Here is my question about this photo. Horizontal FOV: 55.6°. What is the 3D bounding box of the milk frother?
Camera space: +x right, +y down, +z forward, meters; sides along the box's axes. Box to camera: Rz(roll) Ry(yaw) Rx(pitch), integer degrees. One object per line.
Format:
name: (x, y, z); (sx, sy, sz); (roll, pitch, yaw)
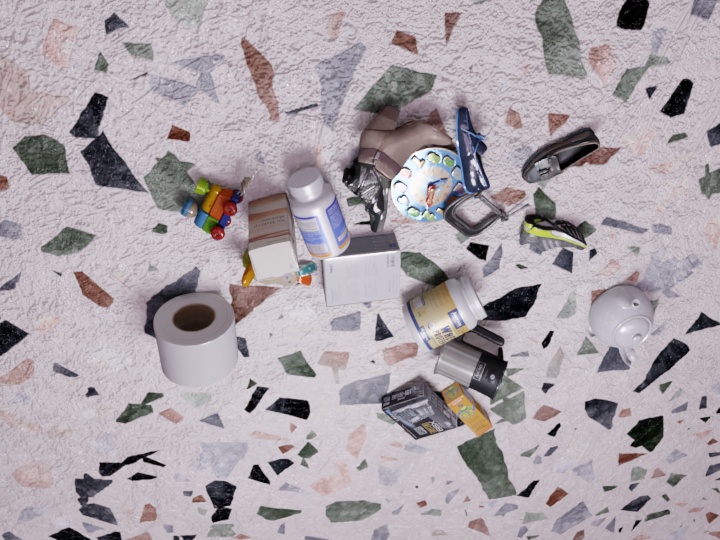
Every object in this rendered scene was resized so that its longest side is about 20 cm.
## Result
milk frother: (0.328, 0.266, 1.975); (0.185, 0.183, 0.201); (23, 159, 14)

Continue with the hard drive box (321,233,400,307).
hard drive box: (0.000, 0.000, 1.743); (0.195, 0.077, 0.158); (-6, 127, -7)

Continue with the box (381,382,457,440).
box: (0.181, 0.433, 2.086); (0.156, 0.050, 0.200); (-23, 129, 28)

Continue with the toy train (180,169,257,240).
toy train: (-0.325, -0.177, 1.556); (0.114, 0.085, 0.202); (27, 118, -12)

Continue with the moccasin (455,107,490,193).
moccasin: (0.263, -0.281, 1.579); (0.067, 0.081, 0.203); (-3, 121, 21)

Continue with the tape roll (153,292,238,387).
tape roll: (-0.409, 0.171, 1.710); (0.198, 0.204, 0.141); (-4, 128, -8)

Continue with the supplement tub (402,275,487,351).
supplement tub: (0.225, 0.112, 1.827); (0.197, 0.146, 0.145); (-28, 126, 11)

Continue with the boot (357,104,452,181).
boot: (0.093, -0.272, 1.535); (0.197, 0.070, 0.149); (23, 89, -5)

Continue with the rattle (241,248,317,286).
rattle: (-0.192, 0.012, 1.681); (0.199, 0.143, 0.131); (34, 95, -23)

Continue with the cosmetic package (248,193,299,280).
cosmetic package: (-0.202, -0.081, 1.567); (0.101, 0.202, 0.088); (-13, 129, -1)

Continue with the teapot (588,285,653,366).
teapot: (0.763, 0.156, 1.964); (0.197, 0.147, 0.199); (23, 119, -26)

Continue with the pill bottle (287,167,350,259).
pill bottle: (-0.101, -0.136, 1.603); (0.110, 0.113, 0.202); (-18, 127, 3)

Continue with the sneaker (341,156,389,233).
sneaker: (0.011, -0.182, 1.617); (0.112, 0.077, 0.203); (-4, 123, -6)

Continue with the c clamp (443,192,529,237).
c clamp: (0.303, -0.152, 1.703); (0.170, 0.027, 0.198); (-39, 140, 28)

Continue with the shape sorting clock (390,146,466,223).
shape sorting clock: (0.171, -0.203, 1.653); (0.195, 0.040, 0.203); (-6, 126, -7)

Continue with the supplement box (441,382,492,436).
supplement box: (0.334, 0.434, 2.132); (0.066, 0.069, 0.200); (-35, 122, 12)

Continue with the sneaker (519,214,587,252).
sneaker: (0.503, -0.087, 1.792); (0.196, 0.075, 0.082); (15, 132, -13)

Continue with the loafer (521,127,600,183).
loafer: (0.483, -0.271, 1.649); (0.198, 0.063, 0.072); (-33, 125, 13)
